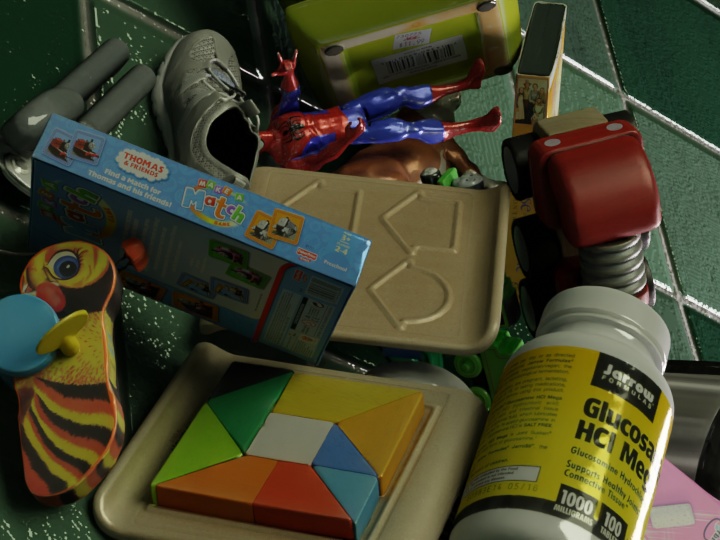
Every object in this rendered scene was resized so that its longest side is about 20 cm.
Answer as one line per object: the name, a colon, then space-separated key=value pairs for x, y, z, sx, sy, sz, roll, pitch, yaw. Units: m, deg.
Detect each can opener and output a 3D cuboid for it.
can opener: x=-0.184 y=-0.105 z=1.428 sx=0.053 sy=0.066 sz=0.200 roll=46 pitch=27 yaw=-7

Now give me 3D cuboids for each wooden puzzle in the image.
wooden puzzle: x=-0.038 y=0.111 z=1.309 sx=0.199 sy=0.037 sz=0.185 roll=12 pitch=36 yaw=15
wooden puzzle: x=0.000 y=0.000 z=1.482 sx=0.198 sy=0.047 sz=0.186 roll=2 pitch=36 yaw=5

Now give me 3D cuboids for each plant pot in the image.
plant pot: x=0.022 y=-0.236 z=1.647 sx=0.199 sy=0.199 sz=0.183 roll=70 pitch=5 yaw=-69

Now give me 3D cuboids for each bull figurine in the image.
bull figurine: x=0.047 y=-0.075 z=1.677 sx=0.121 sy=0.065 sz=0.200 roll=33 pitch=38 yaw=12

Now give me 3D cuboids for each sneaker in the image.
sneaker: x=-0.096 y=-0.100 z=1.514 sx=0.075 sy=0.082 sz=0.201 roll=29 pitch=39 yaw=-32

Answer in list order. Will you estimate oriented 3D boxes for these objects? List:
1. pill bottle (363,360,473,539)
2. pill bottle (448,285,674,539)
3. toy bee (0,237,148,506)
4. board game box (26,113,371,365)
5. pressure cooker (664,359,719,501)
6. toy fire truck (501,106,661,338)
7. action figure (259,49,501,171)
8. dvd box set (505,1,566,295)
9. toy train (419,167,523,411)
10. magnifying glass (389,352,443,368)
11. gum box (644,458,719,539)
pill bottle: x=0.019 y=0.154 z=1.381 sx=0.116 sy=0.116 sz=0.200 roll=42 pitch=34 yaw=-17
pill bottle: x=0.129 y=0.112 z=1.322 sx=0.112 sy=0.112 sz=0.201 roll=38 pitch=50 yaw=-22
toy bee: x=-0.168 y=0.027 z=1.250 sx=0.131 sy=0.108 sz=0.201 roll=-138 pitch=-151 yaw=-83
board game box: x=-0.102 y=-0.015 z=1.298 sx=0.199 sy=0.151 sz=0.037 roll=21 pitch=68 yaw=-2
pressure cooker: x=0.212 y=0.156 z=1.559 sx=0.178 sy=0.199 sz=0.177 roll=-24 pitch=110 yaw=-48
toy fire truck: x=0.163 y=0.004 z=1.505 sx=0.200 sy=0.128 sz=0.177 roll=-121 pitch=-161 yaw=-61
action figure: x=0.005 y=-0.122 z=1.581 sx=0.199 sy=0.099 sz=0.066 roll=-14 pitch=69 yaw=-12
dvd box set: x=0.139 y=-0.095 z=1.725 sx=0.029 sy=0.201 sz=0.147 roll=6 pitch=29 yaw=7
toy train: x=0.087 y=0.017 z=1.591 sx=0.042 sy=0.056 sz=0.201 roll=-48 pitch=127 yaw=-56
magnifying glass: x=0.044 y=0.072 z=1.588 sx=0.079 sy=0.022 sz=0.201 roll=8 pitch=51 yaw=-49
gum box: x=0.153 y=0.204 z=1.384 sx=0.113 sy=0.066 sz=0.200 roll=38 pitch=63 yaw=8
